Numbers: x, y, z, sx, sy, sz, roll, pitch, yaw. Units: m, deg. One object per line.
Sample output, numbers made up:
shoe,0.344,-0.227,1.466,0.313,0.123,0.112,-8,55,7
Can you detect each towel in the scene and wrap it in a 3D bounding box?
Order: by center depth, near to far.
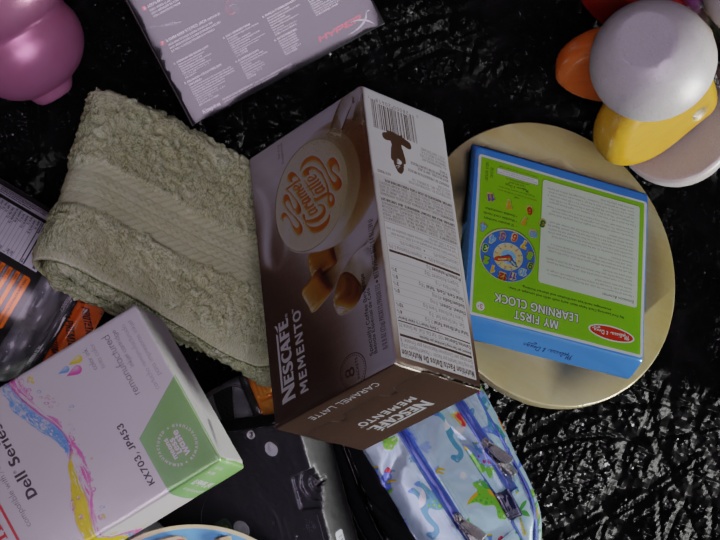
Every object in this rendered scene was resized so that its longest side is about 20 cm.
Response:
towel,-0.114,-0.024,1.422,0.199,0.036,0.149,28,65,-28

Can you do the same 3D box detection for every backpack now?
backpack,0.047,0.145,1.468,0.200,0.163,0.154,45,84,-3

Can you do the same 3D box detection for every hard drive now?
hard drive,-0.096,0.172,1.456,0.199,0.038,0.140,-10,101,32

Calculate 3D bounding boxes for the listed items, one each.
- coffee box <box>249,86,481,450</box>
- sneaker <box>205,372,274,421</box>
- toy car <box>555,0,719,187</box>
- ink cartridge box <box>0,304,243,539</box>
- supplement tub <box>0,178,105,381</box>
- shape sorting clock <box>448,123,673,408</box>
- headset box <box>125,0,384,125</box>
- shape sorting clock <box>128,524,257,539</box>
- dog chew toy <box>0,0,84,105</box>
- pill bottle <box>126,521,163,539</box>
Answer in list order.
coffee box,0.000,0.000,1.381,0.080,0.114,0.201,19,54,-40
sneaker,-0.056,0.163,1.499,0.077,0.078,0.201,-19,97,12
toy car,0.223,-0.165,1.439,0.200,0.175,0.150,-33,64,1
ink cartridge box,-0.191,0.124,1.348,0.199,0.067,0.117,-32,78,4
supplement tub,-0.267,-0.008,1.422,0.200,0.123,0.123,32,95,-9
shape sorting clock,0.127,-0.004,1.461,0.199,0.039,0.201,10,67,-23
headset box,-0.095,-0.221,1.427,0.148,0.075,0.201,-28,100,0
shape sorting clock,-0.103,0.261,1.358,0.199,0.039,0.201,8,71,-23
dog chew toy,-0.250,-0.199,1.398,0.124,0.125,0.201,-30,108,0
pill bottle,-0.203,0.180,1.434,0.200,0.111,0.111,41,94,13
